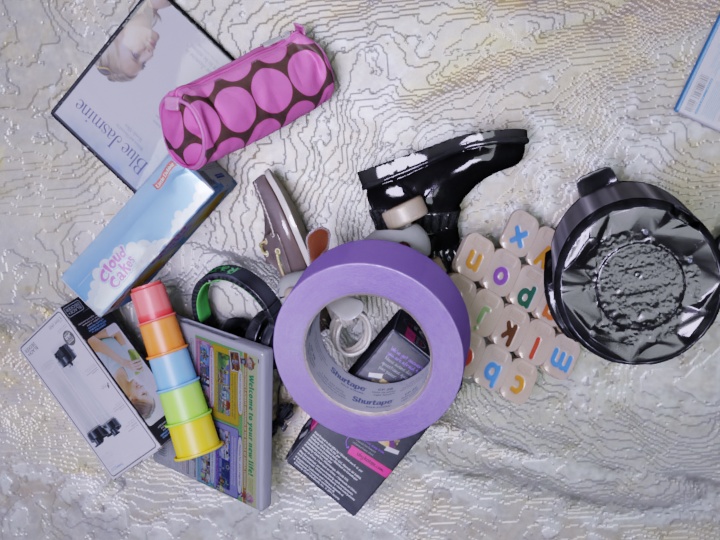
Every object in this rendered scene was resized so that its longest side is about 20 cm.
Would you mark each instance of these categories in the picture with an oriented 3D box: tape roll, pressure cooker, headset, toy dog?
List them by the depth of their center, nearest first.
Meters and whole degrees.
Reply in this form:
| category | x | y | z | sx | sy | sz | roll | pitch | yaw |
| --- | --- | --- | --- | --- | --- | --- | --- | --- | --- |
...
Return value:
| category | x | y | z | sx | sy | sz | roll | pitch | yaw |
| --- | --- | --- | --- | --- | --- | --- | --- | --- | --- |
| tape roll | 0.013 | 0.073 | 1.063 | 0.197 | 0.066 | 0.203 | 5 | 115 | 11 |
| pressure cooker | 0.290 | -0.003 | 1.103 | 0.177 | 0.200 | 0.178 | 21 | 106 | 3 |
| toy dog | 0.000 | 0.000 | 1.113 | 0.200 | 0.096 | 0.132 | -44 | 85 | 13 |
| headset | -0.132 | 0.093 | 1.196 | 0.122 | 0.094 | 0.202 | -12 | 113 | 39 |

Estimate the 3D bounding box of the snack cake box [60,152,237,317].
| category | x | y | z | sx | sy | sz | roll | pitch | yaw |
| --- | --- | --- | --- | --- | --- | --- | --- | --- | --- |
| snack cake box | -0.241 | -0.047 | 1.189 | 0.067 | 0.115 | 0.200 | 44 | 101 | -3 |

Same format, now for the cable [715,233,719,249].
| category | x | y | z | sx | sy | sz | roll | pitch | yaw |
| --- | --- | --- | --- | --- | --- | --- | --- | --- | --- |
| cable | 0.497 | 0.003 | 1.168 | 0.199 | 0.051 | 0.164 | 39 | 96 | 1 |

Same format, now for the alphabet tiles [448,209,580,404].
| category | x | y | z | sx | sy | sz | roll | pitch | yaw |
| --- | --- | --- | --- | --- | --- | --- | --- | --- | --- |
| alphabet tiles | 0.178 | 0.042 | 1.167 | 0.198 | 0.015 | 0.198 | 28 | 82 | -23 |

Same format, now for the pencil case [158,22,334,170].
| category | x | y | z | sx | sy | sz | roll | pitch | yaw |
| --- | --- | --- | --- | --- | --- | --- | --- | --- | --- |
| pencil case | -0.126 | -0.191 | 1.122 | 0.090 | 0.199 | 0.095 | 27 | 140 | 36 |

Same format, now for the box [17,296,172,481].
| category | x | y | z | sx | sy | sz | roll | pitch | yaw |
| --- | --- | --- | --- | --- | --- | --- | --- | --- | --- |
| box | -0.306 | 0.138 | 1.227 | 0.116 | 0.060 | 0.201 | -36 | 90 | 38 |

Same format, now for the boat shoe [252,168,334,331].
| category | x | y | z | sx | sy | sz | roll | pitch | yaw |
| --- | --- | --- | --- | --- | --- | --- | --- | --- | --- |
| boat shoe | -0.084 | -0.018 | 1.203 | 0.059 | 0.072 | 0.202 | -24 | 102 | 6 |

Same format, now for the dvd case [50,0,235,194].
| category | x | y | z | sx | sy | sz | roll | pitch | yaw |
| --- | --- | --- | --- | --- | --- | --- | --- | --- | --- |
| dvd case | -0.253 | -0.211 | 1.211 | 0.142 | 0.018 | 0.200 | 42 | 101 | -3 |

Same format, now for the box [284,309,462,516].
| category | x | y | z | sx | sy | sz | roll | pitch | yaw |
| --- | --- | --- | --- | --- | --- | --- | --- | --- | --- |
| box | 0.019 | 0.161 | 1.196 | 0.106 | 0.122 | 0.201 | 39 | 100 | -1 |

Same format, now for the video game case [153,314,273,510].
| category | x | y | z | sx | sy | sz | roll | pitch | yaw |
| --- | --- | --- | --- | --- | --- | --- | --- | --- | --- |
| video game case | -0.177 | 0.162 | 1.209 | 0.180 | 0.022 | 0.203 | 16 | 113 | 32 |

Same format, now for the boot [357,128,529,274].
| category | x | y | z | sx | sy | sz | roll | pitch | yaw |
| --- | --- | --- | --- | --- | --- | --- | --- | --- | --- |
| boot | 0.107 | -0.065 | 1.170 | 0.209 | 0.079 | 0.160 | -17 | 92 | 18 |

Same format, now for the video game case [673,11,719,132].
| category | x | y | z | sx | sy | sz | roll | pitch | yaw |
| --- | --- | --- | --- | --- | --- | --- | --- | --- | --- |
| video game case | 0.471 | -0.204 | 1.146 | 0.198 | 0.018 | 0.145 | 24 | 100 | 1 |

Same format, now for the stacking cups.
| category | x | y | z | sx | sy | sz | roll | pitch | yaw |
| --- | --- | --- | --- | --- | --- | --- | --- | --- | --- |
| stacking cups | -0.210 | 0.111 | 1.175 | 0.060 | 0.060 | 0.203 | -15 | 90 | 8 |
